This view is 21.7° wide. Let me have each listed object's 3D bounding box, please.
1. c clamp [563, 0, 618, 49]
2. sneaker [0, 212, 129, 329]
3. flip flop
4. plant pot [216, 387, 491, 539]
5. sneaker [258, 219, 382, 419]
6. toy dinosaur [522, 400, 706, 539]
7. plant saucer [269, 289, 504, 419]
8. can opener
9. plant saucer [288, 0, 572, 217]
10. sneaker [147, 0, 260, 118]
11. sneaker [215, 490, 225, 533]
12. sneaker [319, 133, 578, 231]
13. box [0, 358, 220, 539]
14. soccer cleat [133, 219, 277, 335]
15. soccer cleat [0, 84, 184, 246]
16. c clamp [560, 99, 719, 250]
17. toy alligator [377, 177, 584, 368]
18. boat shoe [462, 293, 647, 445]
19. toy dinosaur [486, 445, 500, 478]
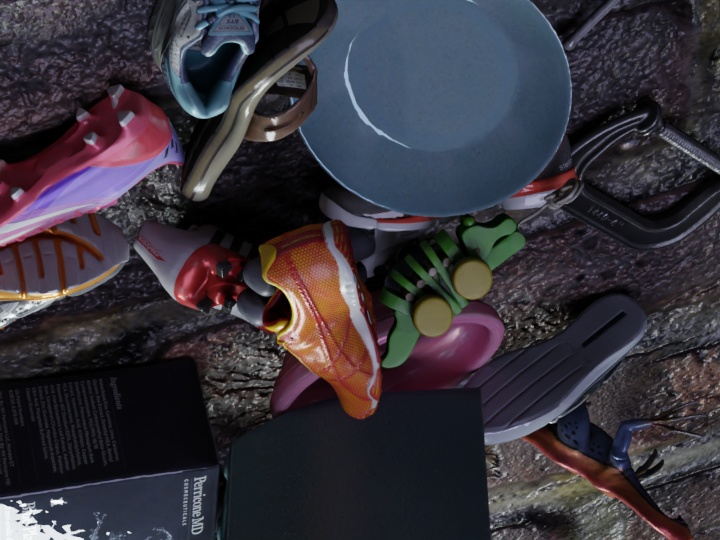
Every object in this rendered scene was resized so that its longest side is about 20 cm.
[{"bbox_3d":[0.143,-0.243,1.268,0.199,0.027,0.171,26,121,-40],"label":"c clamp"},{"bbox_3d":[-0.264,0.008,1.366,0.198,0.079,0.077,-14,152,-1],"label":"sneaker"},{"bbox_3d":[-0.064,-0.115,1.289,0.057,0.081,0.200,26,130,-14],"label":"flip flop"},{"bbox_3d":[-0.013,0.216,1.470,0.198,0.197,0.197,6,136,-5],"label":"plant pot"},{"bbox_3d":[-0.028,0.036,1.340,0.076,0.073,0.201,-13,137,4],"label":"sneaker"},{"bbox_3d":[0.207,0.173,1.629,0.199,0.182,0.105,-21,139,3],"label":"toy dinosaur"},{"bbox_3d":[0.016,0.067,1.509,0.199,0.051,0.201,-19,158,-8],"label":"plant saucer"},{"bbox_3d":[0.000,0.000,1.399,0.199,0.067,0.054,-22,138,-42],"label":"can opener"},{"bbox_3d":[0.050,-0.133,1.321,0.199,0.039,0.202,4,123,6],"label":"plant saucer"},{"bbox_3d":[-0.083,-0.185,1.210,0.077,0.087,0.201,-1,135,-19],"label":"sneaker"},{"bbox_3d":[-0.057,0.223,1.677,0.091,0.076,0.199,-48,139,16],"label":"sneaker"},{"bbox_3d":[0.063,-0.084,1.404,0.198,0.077,0.083,-11,111,-11],"label":"sneaker"},{"bbox_3d":[-0.224,0.189,1.534,0.198,0.118,0.198,-8,137,-15],"label":"box"},{"bbox_3d":[-0.095,0.001,1.425,0.069,0.085,0.200,-58,153,10],"label":"soccer cleat"},{"bbox_3d":[-0.217,-0.054,1.317,0.199,0.067,0.077,-32,135,8],"label":"soccer cleat"},{"bbox_3d":[0.249,-0.083,1.496,0.199,0.027,0.171,19,131,-37],"label":"c clamp"},{"bbox_3d":[0.075,-0.013,1.372,0.200,0.059,0.054,-44,104,2],"label":"toy alligator"},{"bbox_3d":[0.163,0.097,1.583,0.199,0.072,0.071,-29,148,-21],"label":"boat shoe"},{"bbox_3d":[0.052,0.162,1.630,0.199,0.101,0.059,11,96,-34],"label":"toy dinosaur"}]
